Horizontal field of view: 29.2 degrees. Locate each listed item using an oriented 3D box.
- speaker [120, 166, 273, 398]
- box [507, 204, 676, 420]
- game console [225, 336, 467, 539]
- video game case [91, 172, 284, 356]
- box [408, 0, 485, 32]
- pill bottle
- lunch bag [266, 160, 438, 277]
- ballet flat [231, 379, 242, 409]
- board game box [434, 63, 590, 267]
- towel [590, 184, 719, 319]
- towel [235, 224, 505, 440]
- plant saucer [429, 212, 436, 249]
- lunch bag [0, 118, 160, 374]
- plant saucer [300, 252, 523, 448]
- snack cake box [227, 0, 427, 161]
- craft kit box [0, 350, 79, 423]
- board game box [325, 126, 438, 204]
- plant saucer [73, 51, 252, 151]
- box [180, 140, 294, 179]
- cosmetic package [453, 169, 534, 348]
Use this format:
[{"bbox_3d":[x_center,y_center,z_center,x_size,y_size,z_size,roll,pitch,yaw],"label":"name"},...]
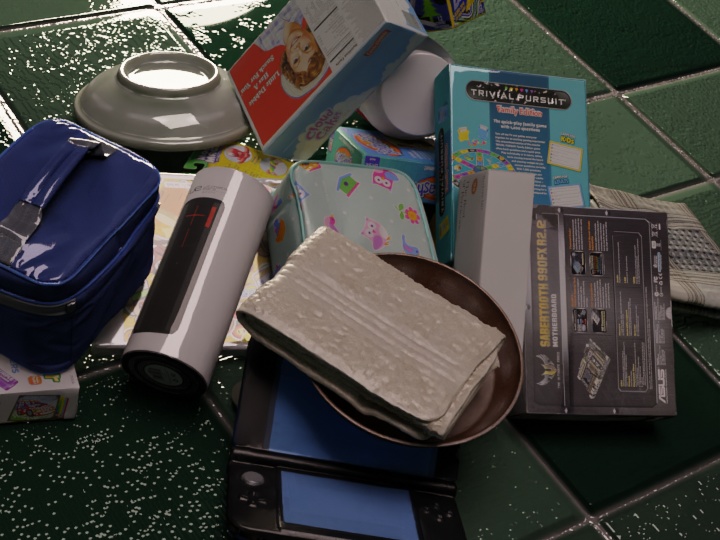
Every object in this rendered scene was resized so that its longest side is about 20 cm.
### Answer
[{"bbox_3d":[-0.142,0.008,1.226,0.081,0.081,0.201,18,60,0],"label":"speaker"},{"bbox_3d":[0.217,0.041,1.313,0.157,0.048,0.201,2,80,-16],"label":"box"},{"bbox_3d":[-0.004,0.145,1.137,0.199,0.119,0.171,10,18,-8],"label":"game console"},{"bbox_3d":[-0.153,-0.007,1.288,0.199,0.023,0.183,2,63,-18],"label":"video game case"},{"bbox_3d":[0.029,-0.283,1.455,0.199,0.065,0.070,1,23,39],"label":"box"},{"bbox_3d":[0.043,-0.204,1.494,0.112,0.113,0.200,7,13,-13],"label":"pill bottle"},{"bbox_3d":[0.000,0.000,1.291,0.160,0.077,0.201,3,64,-31],"label":"lunch bag"},{"bbox_3d":[-0.013,0.107,1.226,0.199,0.064,0.068,10,40,-9],"label":"ballet flat"},{"bbox_3d":[0.151,-0.096,1.374,0.150,0.047,0.201,5,76,-16],"label":"board game box"},{"bbox_3d":[0.322,-0.025,1.485,0.199,0.035,0.193,9,40,-30],"label":"towel"},{"bbox_3d":[0.012,0.051,1.143,0.199,0.035,0.133,33,48,12],"label":"towel"},{"bbox_3d":[0.149,0.013,1.400,0.199,0.049,0.200,22,42,5],"label":"plant saucer"},{"bbox_3d":[-0.254,-0.033,1.164,0.135,0.133,0.200,25,48,8],"label":"lunch bag"},{"bbox_3d":[0.040,0.072,1.177,0.199,0.035,0.201,9,50,-11],"label":"plant saucer"},{"bbox_3d":[-0.037,-0.219,1.404,0.067,0.200,0.115,8,48,-49],"label":"snack cake box"},{"bbox_3d":[-0.357,0.050,1.183,0.197,0.049,0.200,-2,45,-26],"label":"craft kit box"},{"bbox_3d":[0.076,-0.106,1.459,0.199,0.045,0.152,7,16,-15],"label":"board game box"},{"bbox_3d":[-0.203,-0.190,1.459,0.199,0.050,0.200,3,30,-2],"label":"plant saucer"},{"bbox_3d":[-0.089,-0.062,1.398,0.199,0.049,0.118,22,41,1],"label":"box"},{"bbox_3d":[0.118,0.011,1.275,0.050,0.201,0.083,5,-2,-17],"label":"cosmetic package"}]
